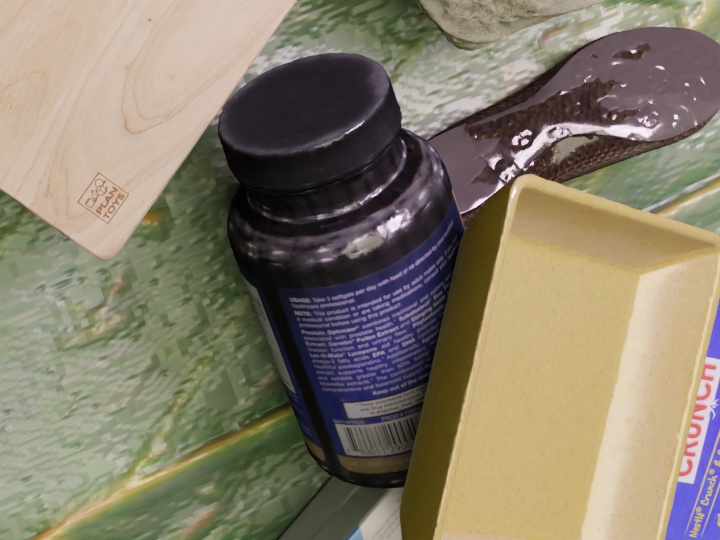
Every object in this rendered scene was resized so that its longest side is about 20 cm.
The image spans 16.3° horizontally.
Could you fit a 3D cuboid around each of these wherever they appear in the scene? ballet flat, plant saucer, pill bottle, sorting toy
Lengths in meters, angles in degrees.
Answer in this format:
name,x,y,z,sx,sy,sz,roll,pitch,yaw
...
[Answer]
name,x,y,z,sx,sy,sz,roll,pitch,yaw
ballet flat,0.104,-0.071,1.310,0.200,0.046,0.067,-27,78,-18
plant saucer,0.092,0.063,1.227,0.200,0.048,0.201,14,89,-52
pill bottle,0.000,0.000,1.224,0.112,0.112,0.200,-27,125,-12
sorting toy,-0.146,-0.145,1.184,0.199,0.070,0.200,36,89,-19

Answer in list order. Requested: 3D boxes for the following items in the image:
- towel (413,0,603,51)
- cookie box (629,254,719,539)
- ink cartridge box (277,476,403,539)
name,x,y,z,sx,sy,sz,roll,pitch,yaw
towel,0.060,-0.192,1.171,0.148,0.037,0.200,-25,129,21
cookie box,0.231,0.089,1.368,0.199,0.075,0.172,17,95,-22
ink cartridge box,0.054,0.187,1.332,0.200,0.067,0.116,43,86,-22
